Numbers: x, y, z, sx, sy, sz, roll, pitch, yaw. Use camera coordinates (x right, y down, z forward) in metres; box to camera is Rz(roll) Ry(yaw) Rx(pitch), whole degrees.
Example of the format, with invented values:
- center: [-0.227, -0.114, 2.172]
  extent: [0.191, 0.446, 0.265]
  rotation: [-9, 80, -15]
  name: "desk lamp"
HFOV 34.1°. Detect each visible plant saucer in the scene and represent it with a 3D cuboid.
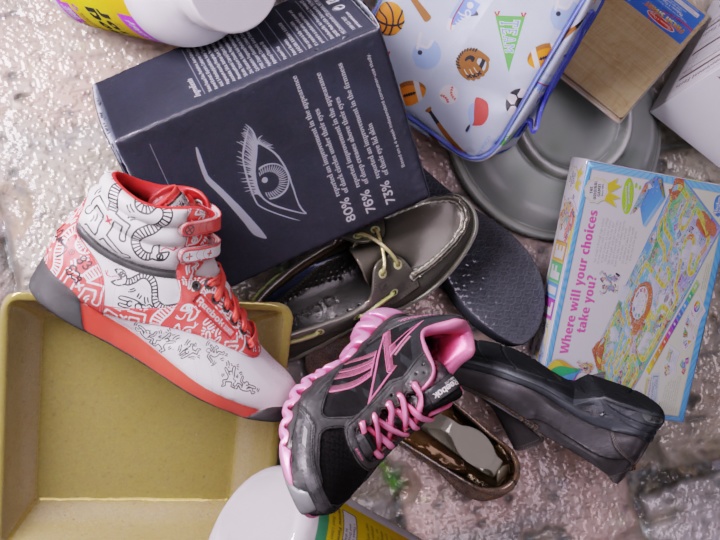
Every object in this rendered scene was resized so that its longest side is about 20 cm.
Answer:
- center: [-0.159, 0.107, 0.852]
  extent: [0.199, 0.048, 0.201]
  rotation: [3, 106, -14]
  name: "plant saucer"
- center: [0.170, -0.126, 0.984]
  extent: [0.199, 0.050, 0.201]
  rotation: [1, 84, -13]
  name: "plant saucer"

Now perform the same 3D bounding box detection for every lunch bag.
- center: [0.094, -0.188, 0.909]
  extent: [0.160, 0.076, 0.200]
  rotation: [33, 112, 10]
  name: "lunch bag"

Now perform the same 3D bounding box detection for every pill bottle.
- center: [-0.142, -0.215, 0.829]
  extent: [0.104, 0.200, 0.105]
  rotation: [-14, 113, -36]
  name: "pill bottle"
- center: [-0.006, 0.232, 0.853]
  extent: [0.200, 0.113, 0.113]
  rotation: [35, 76, -30]
  name: "pill bottle"

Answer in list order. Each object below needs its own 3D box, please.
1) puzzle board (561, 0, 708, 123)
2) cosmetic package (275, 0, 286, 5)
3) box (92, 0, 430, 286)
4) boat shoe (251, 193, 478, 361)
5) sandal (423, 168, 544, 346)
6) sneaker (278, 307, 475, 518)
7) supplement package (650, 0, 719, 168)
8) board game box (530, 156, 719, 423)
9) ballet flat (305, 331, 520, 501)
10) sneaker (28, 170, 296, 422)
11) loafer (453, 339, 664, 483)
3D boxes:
- center: [0.175, -0.228, 0.979]
  extent: [0.200, 0.017, 0.151]
  rotation: [40, 62, 7]
  name: "puzzle board"
- center: [0.002, -0.288, 0.927]
  extent: [0.200, 0.113, 0.081]
  rotation: [-44, 96, -16]
  name: "cosmetic package"
- center: [-0.070, -0.093, 0.846]
  extent: [0.199, 0.104, 0.148]
  rotation: [-23, 126, -6]
  name: "box"
- center: [0.002, 0.003, 0.896]
  extent: [0.201, 0.060, 0.072]
  rotation: [-32, 76, 1]
  name: "boat shoe"
- center: [0.073, -0.021, 0.958]
  extent: [0.076, 0.043, 0.200]
  rotation: [-41, 85, -21]
  name: "sandal"
- center: [0.018, 0.089, 0.799]
  extent: [0.200, 0.095, 0.079]
  rotation: [-54, 129, -46]
  name: "sneaker"
- center: [0.354, -0.191, 0.991]
  extent: [0.114, 0.110, 0.200]
  rotation: [37, 68, -7]
  name: "supplement package"
- center: [0.220, 0.017, 0.962]
  extent: [0.134, 0.034, 0.201]
  rotation: [9, 98, -13]
  name: "board game box"
- center: [0.047, 0.110, 0.919]
  extent: [0.200, 0.067, 0.068]
  rotation: [34, 77, -8]
  name: "ballet flat"
- center: [-0.104, 0.015, 0.772]
  extent: [0.201, 0.067, 0.108]
  rotation: [31, 103, -17]
  name: "sneaker"
- center: [0.132, 0.108, 0.910]
  extent: [0.199, 0.073, 0.073]
  rotation: [20, 102, 0]
  name: "loafer"
